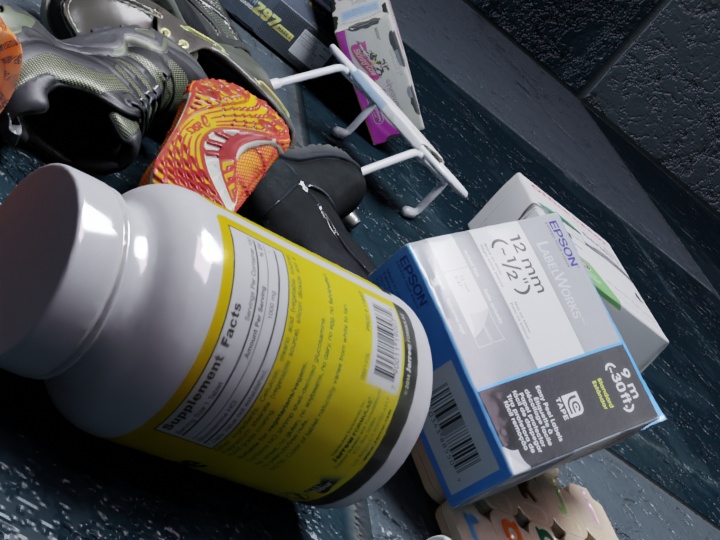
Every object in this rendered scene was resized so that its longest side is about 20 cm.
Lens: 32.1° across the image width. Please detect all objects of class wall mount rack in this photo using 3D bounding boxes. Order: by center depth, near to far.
[{"bbox_3d":[0.002,-0.123,1.124,0.200,0.075,0.173,50,9,23],"label":"wall mount rack"}]

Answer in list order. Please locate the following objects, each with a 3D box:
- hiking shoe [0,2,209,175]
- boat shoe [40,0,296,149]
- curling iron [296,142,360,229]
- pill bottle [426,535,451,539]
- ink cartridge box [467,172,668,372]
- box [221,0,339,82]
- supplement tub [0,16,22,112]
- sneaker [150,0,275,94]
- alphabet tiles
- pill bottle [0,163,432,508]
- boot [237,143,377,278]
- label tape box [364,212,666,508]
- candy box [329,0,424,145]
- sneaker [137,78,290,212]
[{"bbox_3d":[-0.157,-0.094,0.757,0.199,0.076,0.101,-2,55,-53],"label":"hiking shoe"},{"bbox_3d":[-0.128,-0.139,0.874,0.200,0.072,0.060,32,-12,-33],"label":"boat shoe"},{"bbox_3d":[-0.066,-0.112,1.039,0.200,0.026,0.049,47,21,13],"label":"curling iron"},{"bbox_3d":[0.089,0.198,0.516,0.200,0.111,0.111,41,18,-6],"label":"pill bottle"},{"bbox_3d":[0.197,0.010,1.221,0.145,0.084,0.201,35,20,-23],"label":"ink cartridge box"},{"bbox_3d":[-0.108,-0.301,1.345,0.199,0.051,0.158,39,17,-16],"label":"box"},{"bbox_3d":[-0.250,-0.136,0.550,0.200,0.123,0.122,45,18,9],"label":"supplement tub"},{"bbox_3d":[-0.156,-0.190,0.955,0.199,0.076,0.115,29,20,-44],"label":"sneaker"},{"bbox_3d":[0.109,0.163,0.785,0.199,0.015,0.197,25,32,-42],"label":"alphabet tiles"},{"bbox_3d":[-0.069,0.031,0.564,0.199,0.113,0.113,27,23,-39],"label":"pill bottle"},{"bbox_3d":[-0.001,0.000,0.854,0.200,0.066,0.164,48,26,25],"label":"boot"},{"bbox_3d":[0.111,0.043,0.766,0.198,0.066,0.145,-13,71,-38],"label":"label tape box"},{"bbox_3d":[0.012,-0.245,1.330,0.201,0.060,0.137,-99,170,-55],"label":"candy box"},{"bbox_3d":[-0.098,-0.058,0.753,0.073,0.077,0.200,34,30,-3],"label":"sneaker"}]
